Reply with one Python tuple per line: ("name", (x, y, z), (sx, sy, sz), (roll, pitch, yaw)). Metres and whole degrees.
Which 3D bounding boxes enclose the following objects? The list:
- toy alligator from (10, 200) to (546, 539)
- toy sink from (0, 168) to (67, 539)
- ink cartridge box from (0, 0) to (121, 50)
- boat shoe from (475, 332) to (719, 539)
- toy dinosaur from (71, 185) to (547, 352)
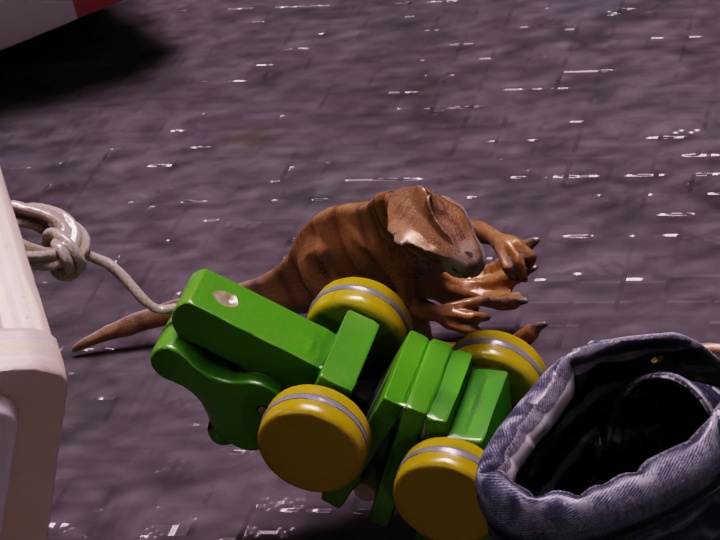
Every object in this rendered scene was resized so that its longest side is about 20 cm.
("toy alligator", (-0.016, 0.037, 0.704), (0.199, 0.055, 0.059), (21, 41, 3))
("toy sink", (-0.149, 0.036, 0.634), (0.129, 0.113, 0.201), (-4, 45, -19))
("ink cartridge box", (-0.197, -0.158, 1.042), (0.199, 0.084, 0.146), (-24, 61, -7))
("boat shoe", (0.105, 0.047, 0.649), (0.070, 0.092, 0.200), (18, 37, 37))
("toy dinosaur", (0.000, 0.000, 0.786), (0.106, 0.061, 0.200), (23, -23, -21))
